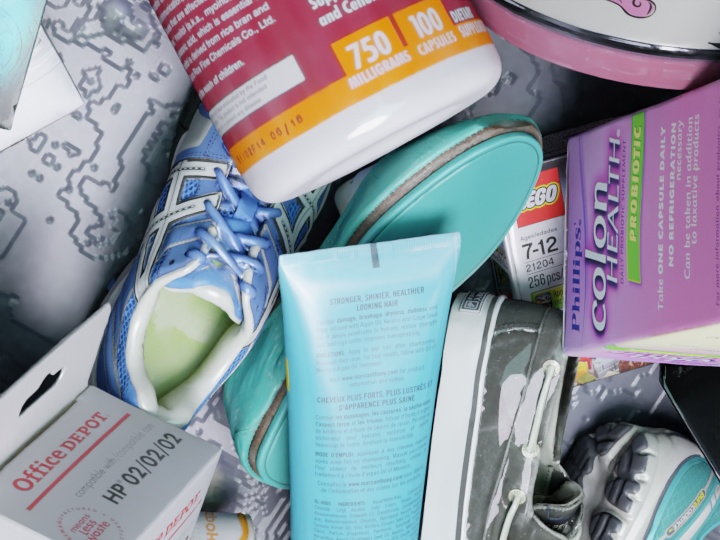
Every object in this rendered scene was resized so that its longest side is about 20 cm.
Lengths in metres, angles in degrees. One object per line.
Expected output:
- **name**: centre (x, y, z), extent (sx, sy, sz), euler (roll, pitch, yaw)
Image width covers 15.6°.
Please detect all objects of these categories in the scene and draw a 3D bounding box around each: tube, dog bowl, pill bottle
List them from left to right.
- **pill bottle**: centre (-0.037, -0.137, 1.031), extent (0.113, 0.113, 0.200), euler (-29, 89, -5)
- **tube**: centre (-0.001, 0.076, 1.104), extent (0.077, 0.050, 0.200), euler (-11, 124, -23)
- **dog bowl**: centre (0.122, -0.143, 1.059), extent (0.200, 0.200, 0.074), euler (-1, 124, -15)

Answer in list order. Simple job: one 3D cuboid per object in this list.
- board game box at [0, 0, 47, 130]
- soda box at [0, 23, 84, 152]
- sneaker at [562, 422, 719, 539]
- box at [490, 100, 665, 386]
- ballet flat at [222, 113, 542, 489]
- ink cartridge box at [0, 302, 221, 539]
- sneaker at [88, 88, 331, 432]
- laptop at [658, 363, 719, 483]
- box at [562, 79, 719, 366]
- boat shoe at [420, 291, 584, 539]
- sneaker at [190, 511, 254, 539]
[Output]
- **board game box**: centre (-0.209, -0.142, 0.980), extent (0.200, 0.028, 0.135), euler (14, 107, -13)
- **soda box**: centre (-0.186, -0.140, 1.038), extent (0.063, 0.068, 0.200), euler (-29, 111, -5)
- **sneaker**: centre (0.111, 0.169, 1.209), extent (0.080, 0.078, 0.200), euler (23, 99, -29)
- **box**: centre (0.156, -0.024, 1.181), extent (0.200, 0.035, 0.110), euler (-16, 111, -10)
- **ballet flat**: centre (0.000, 0.000, 1.123), extent (0.067, 0.070, 0.200), euler (20, 113, -38)
- **ink cartridge box**: centre (-0.120, 0.126, 1.048), extent (0.068, 0.115, 0.200), euler (25, 117, 10)
- **sneaker**: centre (-0.051, -0.016, 1.106), extent (0.076, 0.077, 0.200), euler (21, 97, -18)
- **laptop**: centre (0.239, 0.083, 1.217), extent (0.177, 0.103, 0.200), euler (-32, 148, -11)
- **box**: centre (0.199, -0.015, 1.046), extent (0.176, 0.200, 0.097), euler (4, 82, -18)
- **boat shoe**: centre (0.064, 0.108, 1.154), extent (0.064, 0.071, 0.200), euler (9, 114, 14)
- **sneaker**: centre (-0.062, 0.201, 1.167), extent (0.079, 0.078, 0.200), euler (-13, 108, -5)
